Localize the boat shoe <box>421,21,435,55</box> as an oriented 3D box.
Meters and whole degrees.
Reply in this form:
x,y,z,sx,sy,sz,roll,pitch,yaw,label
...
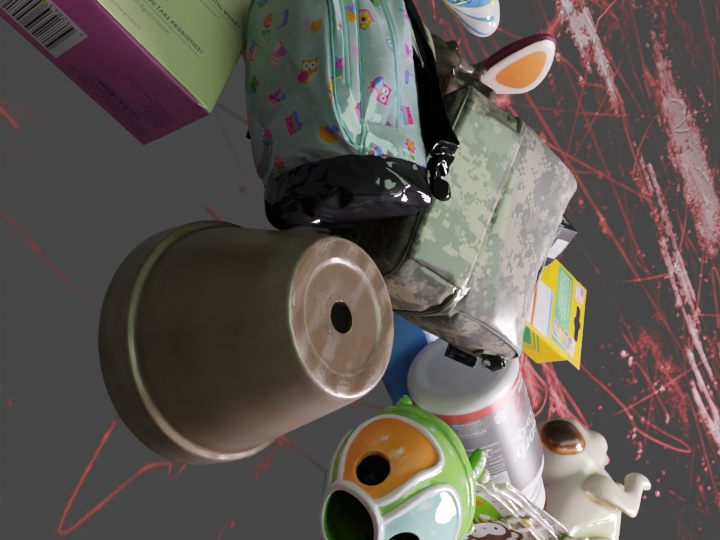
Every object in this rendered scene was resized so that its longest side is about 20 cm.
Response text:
x,y,z,sx,sy,sz,roll,pitch,yaw,label
0.026,-0.182,0.848,0.065,0.071,0.203,31,67,-46,boat shoe

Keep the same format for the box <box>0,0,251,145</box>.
x,y,z,sx,sy,sz,roll,pitch,yaw,label
-0.172,-0.242,0.659,0.176,0.096,0.202,43,52,-34,box

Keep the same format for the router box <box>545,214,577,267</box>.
x,y,z,sx,sy,sz,roll,pitch,yaw,label
0.136,-0.103,0.932,0.148,0.062,0.201,11,39,-44,router box

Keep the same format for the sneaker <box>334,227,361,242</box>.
x,y,z,sx,sy,sz,roll,pitch,yaw,label
0.000,0.000,0.826,0.200,0.091,0.078,-47,151,-23,sneaker

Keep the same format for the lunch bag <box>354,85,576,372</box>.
x,y,z,sx,sy,sz,roll,pitch,yaw,label
0.099,-0.033,0.736,0.166,0.139,0.202,28,74,-17,lunch bag

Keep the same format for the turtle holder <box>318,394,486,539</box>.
x,y,z,sx,sy,sz,roll,pitch,yaw,label
0.019,0.218,0.754,0.141,0.186,0.131,49,37,17,turtle holder

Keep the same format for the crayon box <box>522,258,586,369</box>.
x,y,z,sx,sy,sz,roll,pitch,yaw,label
0.228,0.037,1.092,0.199,0.051,0.127,37,54,-37,crayon box

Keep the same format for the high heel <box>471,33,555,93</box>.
x,y,z,sx,sy,sz,roll,pitch,yaw,label
0.163,-0.248,0.979,0.066,0.200,0.097,14,66,-18,high heel

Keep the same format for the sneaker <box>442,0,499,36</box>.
x,y,z,sx,sy,sz,roll,pitch,yaw,label
0.096,-0.370,1.036,0.105,0.075,0.201,-44,107,-32,sneaker

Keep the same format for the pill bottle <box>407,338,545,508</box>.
x,y,z,sx,sy,sz,roll,pitch,yaw,label
0.127,0.172,0.855,0.116,0.114,0.202,-53,134,-42,pill bottle

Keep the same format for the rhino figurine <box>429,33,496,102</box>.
x,y,z,sx,sy,sz,roll,pitch,yaw,label
0.091,-0.222,0.920,0.086,0.060,0.201,11,27,-29,rhino figurine

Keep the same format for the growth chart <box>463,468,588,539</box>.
x,y,z,sx,sy,sz,roll,pitch,yaw,label
0.136,0.261,0.839,0.199,0.144,0.018,37,43,-20,growth chart

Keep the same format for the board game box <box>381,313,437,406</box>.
x,y,z,sx,sy,sz,roll,pitch,yaw,label
0.080,0.094,0.907,0.157,0.039,0.202,-37,118,-26,board game box

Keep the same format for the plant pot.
x,y,z,sx,sy,sz,roll,pitch,yaw,label
-0.073,0.047,0.645,0.199,0.172,0.204,16,68,-47,plant pot

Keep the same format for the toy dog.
x,y,z,sx,sy,sz,roll,pitch,yaw,label
0.256,0.284,1.009,0.140,0.190,0.203,74,15,-68,toy dog

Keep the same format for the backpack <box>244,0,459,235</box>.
x,y,z,sx,sy,sz,roll,pitch,yaw,label
-0.018,-0.140,0.648,0.126,0.165,0.204,6,78,-48,backpack

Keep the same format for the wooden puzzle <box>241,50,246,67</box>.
x,y,z,sx,sy,sz,roll,pitch,yaw,label
-0.038,-0.149,0.845,0.184,0.037,0.203,-23,103,-50,wooden puzzle
